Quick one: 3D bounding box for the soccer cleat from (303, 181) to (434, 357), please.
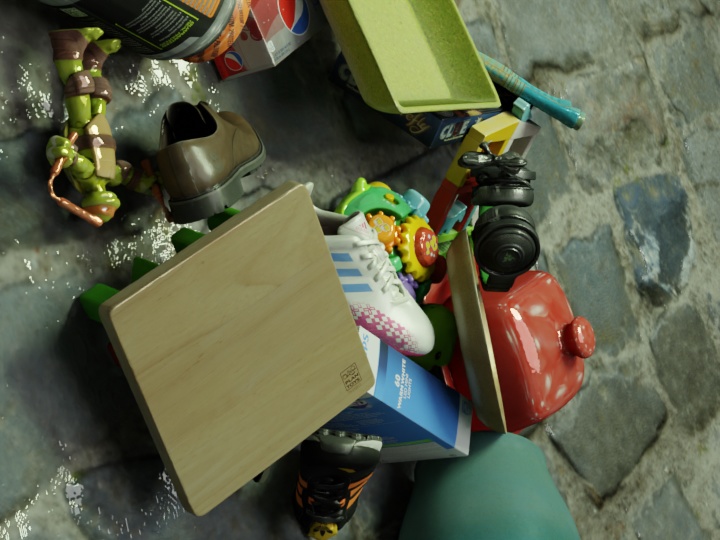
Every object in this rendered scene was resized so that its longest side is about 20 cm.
[{"bbox_3d":[0.000,0.000,1.682,0.200,0.086,0.070,36,25,-10],"label":"soccer cleat"}]

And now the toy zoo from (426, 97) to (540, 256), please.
[{"bbox_3d":[0.121,-0.090,1.908,0.131,0.020,0.201,-15,137,-58],"label":"toy zoo"}]

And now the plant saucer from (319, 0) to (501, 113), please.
[{"bbox_3d":[0.030,-0.231,1.751,0.200,0.048,0.201,-10,74,-58],"label":"plant saucer"}]

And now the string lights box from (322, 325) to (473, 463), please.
[{"bbox_3d":[0.010,0.119,1.719,0.200,0.102,0.059,36,54,-48],"label":"string lights box"}]

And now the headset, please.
[{"bbox_3d":[0.127,-0.058,1.814,0.200,0.093,0.124,104,-13,-62],"label":"headset"}]

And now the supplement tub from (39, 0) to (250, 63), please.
[{"bbox_3d":[-0.185,-0.247,1.501,0.200,0.122,0.123,26,60,-53],"label":"supplement tub"}]

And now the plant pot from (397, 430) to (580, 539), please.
[{"bbox_3d":[0.124,0.266,1.786,0.200,0.199,0.189,45,32,-42],"label":"plant pot"}]

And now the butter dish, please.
[{"bbox_3d":[0.177,0.080,1.951,0.200,0.147,0.201,-30,107,-57],"label":"butter dish"}]

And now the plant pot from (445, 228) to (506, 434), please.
[{"bbox_3d":[0.109,0.061,1.781,0.200,0.027,0.202,-12,90,-86],"label":"plant pot"}]

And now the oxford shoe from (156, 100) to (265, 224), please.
[{"bbox_3d":[-0.127,-0.110,1.557,0.200,0.072,0.085,-81,152,-72],"label":"oxford shoe"}]

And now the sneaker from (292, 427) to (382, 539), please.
[{"bbox_3d":[-0.023,0.190,1.608,0.200,0.069,0.091,110,-12,-78],"label":"sneaker"}]

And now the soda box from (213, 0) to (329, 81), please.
[{"bbox_3d":[-0.072,-0.250,1.733,0.200,0.063,0.070,-47,119,-53],"label":"soda box"}]

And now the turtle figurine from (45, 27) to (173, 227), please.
[{"bbox_3d":[-0.210,-0.104,1.475,0.200,0.064,0.163,10,72,-66],"label":"turtle figurine"}]

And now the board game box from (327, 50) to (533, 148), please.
[{"bbox_3d":[0.074,-0.181,1.888,0.200,0.135,0.035,-16,136,-58],"label":"board game box"}]

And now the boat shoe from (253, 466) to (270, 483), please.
[{"bbox_3d":[-0.104,0.082,1.595,0.063,0.074,0.203,-2,94,-19],"label":"boat shoe"}]

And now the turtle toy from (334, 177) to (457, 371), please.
[{"bbox_3d":[0.032,0.004,1.786,0.146,0.101,0.201,-39,116,-54],"label":"turtle toy"}]

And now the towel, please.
[{"bbox_3d":[0.142,-0.210,1.935,0.199,0.022,0.147,31,9,-5],"label":"towel"}]

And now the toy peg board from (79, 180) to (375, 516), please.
[{"bbox_3d":[-0.116,0.054,1.506,0.200,0.098,0.200,-35,121,-26],"label":"toy peg board"}]
